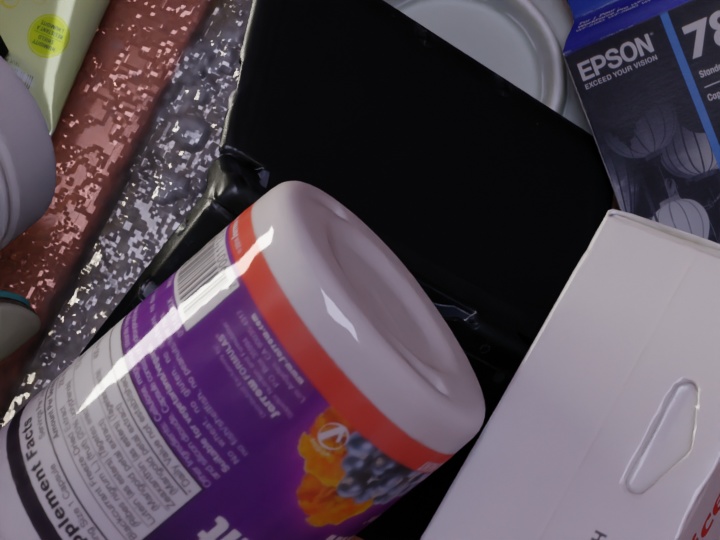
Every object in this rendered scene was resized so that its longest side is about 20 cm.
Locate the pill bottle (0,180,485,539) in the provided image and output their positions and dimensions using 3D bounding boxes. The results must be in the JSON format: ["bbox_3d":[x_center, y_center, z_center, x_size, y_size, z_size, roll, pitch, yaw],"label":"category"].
[{"bbox_3d":[-0.062,0.072,0.628,0.200,0.111,0.112,-40,76,14],"label":"pill bottle"}]

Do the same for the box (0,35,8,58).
[{"bbox_3d":[-0.264,-0.168,0.755,0.199,0.193,0.048,28,74,17],"label":"box"}]

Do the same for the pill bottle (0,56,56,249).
[{"bbox_3d":[-0.218,-0.012,0.681,0.113,0.114,0.200,38,47,11],"label":"pill bottle"}]

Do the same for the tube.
[{"bbox_3d":[-0.135,-0.161,0.843,0.052,0.058,0.201,33,77,-31],"label":"tube"}]

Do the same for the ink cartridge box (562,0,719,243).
[{"bbox_3d":[0.155,-0.059,0.767,0.099,0.039,0.202,-22,88,27],"label":"ink cartridge box"}]

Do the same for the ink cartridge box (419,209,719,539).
[{"bbox_3d":[0.115,0.093,0.677,0.085,0.200,0.147,23,72,30],"label":"ink cartridge box"}]

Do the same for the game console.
[{"bbox_3d":[0.000,0.000,0.737,0.199,0.117,0.176,28,114,-29],"label":"game console"}]

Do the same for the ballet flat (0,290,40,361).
[{"bbox_3d":[-0.237,0.047,0.772,0.198,0.070,0.070,-2,73,8],"label":"ballet flat"}]

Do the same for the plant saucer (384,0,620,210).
[{"bbox_3d":[0.040,-0.082,0.816,0.198,0.050,0.202,0,72,0],"label":"plant saucer"}]
